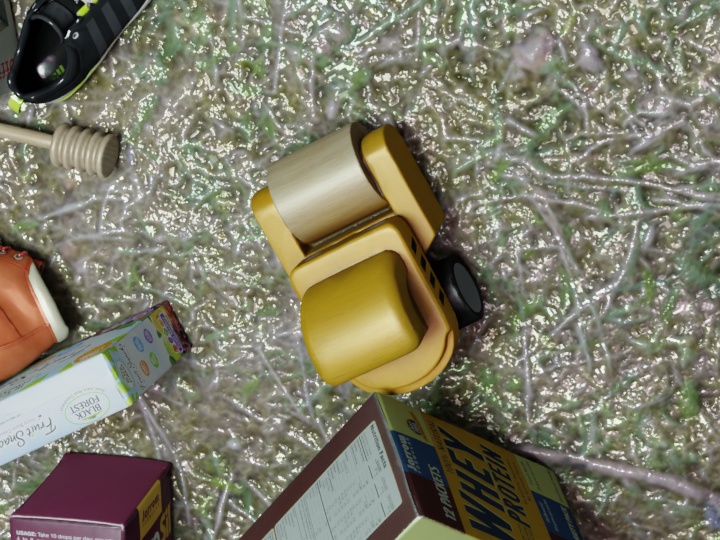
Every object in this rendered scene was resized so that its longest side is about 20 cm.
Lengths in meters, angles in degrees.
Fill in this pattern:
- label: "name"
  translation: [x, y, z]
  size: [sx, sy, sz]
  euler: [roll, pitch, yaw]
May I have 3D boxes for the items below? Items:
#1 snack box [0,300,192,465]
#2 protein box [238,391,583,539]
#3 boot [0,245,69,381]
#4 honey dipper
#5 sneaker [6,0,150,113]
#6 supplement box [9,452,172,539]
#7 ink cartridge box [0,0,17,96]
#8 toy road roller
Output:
- label: "snack box"
  translation: [-0.252, 0.103, 1.361]
  size: [0.200, 0.142, 0.053]
  euler: [-25, 100, 20]
- label: "protein box"
  translation: [0.038, 0.235, 1.289]
  size: [0.198, 0.135, 0.200]
  euler: [27, 116, -32]
- label: "boot"
  translation: [-0.325, -0.002, 1.390]
  size: [0.107, 0.075, 0.200]
  euler: [-30, 79, -15]
- label: "honey dipper"
  translation: [-0.296, -0.114, 1.360]
  size: [0.199, 0.038, 0.038]
  euler: [13, 110, 11]
- label: "sneaker"
  translation: [-0.212, -0.203, 1.285]
  size: [0.072, 0.083, 0.200]
  euler: [32, 112, 2]
- label: "supplement box"
  translation: [-0.223, 0.274, 1.415]
  size: [0.103, 0.131, 0.201]
  euler: [3, 109, 12]
- label: "ink cartridge box"
  translation: [-0.339, -0.221, 1.278]
  size: [0.087, 0.145, 0.201]
  euler: [-3, 105, 14]
- label: "toy road roller"
  translation: [0.000, 0.000, 1.262]
  size: [0.123, 0.146, 0.200]
  euler: [-26, 100, 20]
